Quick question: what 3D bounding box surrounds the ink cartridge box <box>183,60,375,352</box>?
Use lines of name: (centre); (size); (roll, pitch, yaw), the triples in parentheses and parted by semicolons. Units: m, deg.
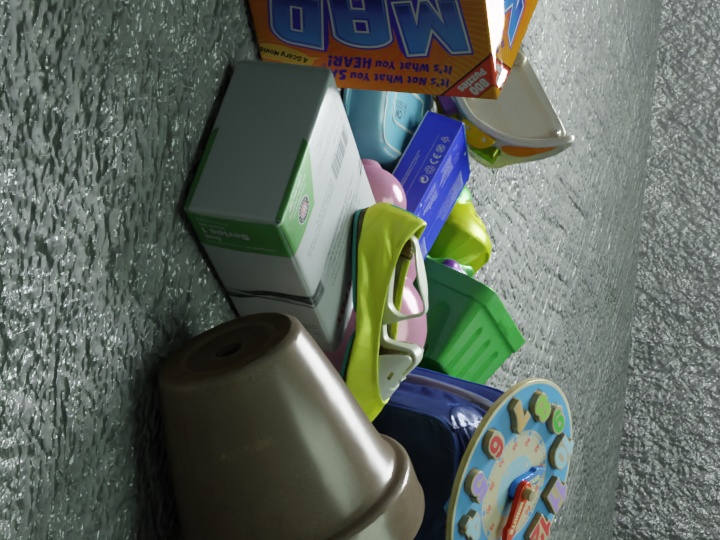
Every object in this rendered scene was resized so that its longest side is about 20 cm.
ink cartridge box: (-0.057, -0.047, 1.289); (0.200, 0.084, 0.147); (71, 32, -56)

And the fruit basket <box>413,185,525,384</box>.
fruit basket: (0.099, 0.010, 1.719); (0.216, 0.155, 0.216); (-48, 152, -36)

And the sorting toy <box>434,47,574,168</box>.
sorting toy: (0.122, -0.182, 1.716); (0.201, 0.106, 0.180); (63, -9, 8)

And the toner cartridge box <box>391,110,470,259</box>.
toner cartridge box: (0.046, -0.050, 1.594); (0.201, 0.043, 0.095); (-61, 160, -23)

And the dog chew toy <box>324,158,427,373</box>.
dog chew toy: (0.000, 0.000, 1.438); (0.125, 0.124, 0.201); (43, 48, -68)

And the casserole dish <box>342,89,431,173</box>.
casserole dish: (0.031, -0.159, 1.594); (0.200, 0.039, 0.122); (17, 79, -71)

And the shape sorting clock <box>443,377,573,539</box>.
shape sorting clock: (0.138, 0.195, 1.451); (0.200, 0.039, 0.201); (-34, 133, -46)

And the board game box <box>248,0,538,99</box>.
board game box: (0.030, -0.281, 1.286); (0.200, 0.199, 0.201); (-65, 154, -43)

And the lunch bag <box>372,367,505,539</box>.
lunch bag: (0.047, 0.169, 1.523); (0.132, 0.199, 0.137); (-14, 113, -51)

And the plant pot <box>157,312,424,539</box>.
plant pot: (-0.071, 0.133, 1.201); (0.175, 0.199, 0.200); (69, 28, -20)

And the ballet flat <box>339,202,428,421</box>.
ballet flat: (0.021, 0.046, 1.325); (0.067, 0.067, 0.201); (-22, 119, -72)
